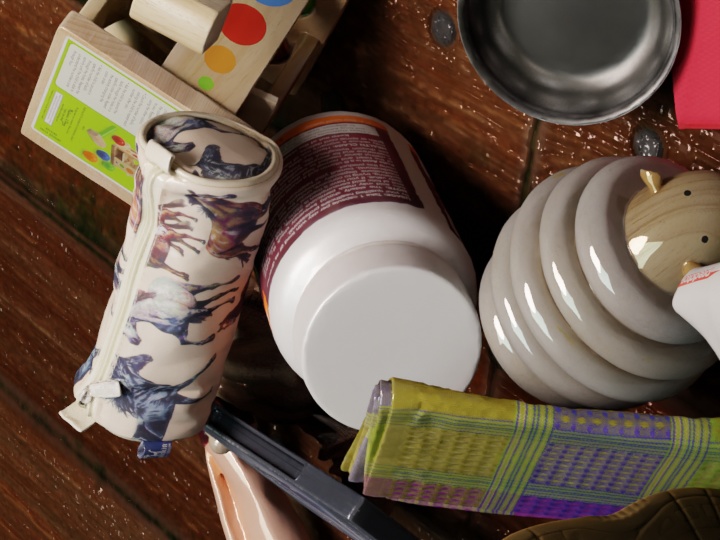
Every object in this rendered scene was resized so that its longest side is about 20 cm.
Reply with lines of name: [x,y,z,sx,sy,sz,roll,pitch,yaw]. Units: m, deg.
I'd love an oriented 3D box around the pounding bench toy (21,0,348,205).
pounding bench toy: [-0.084,-0.145,1.380,0.124,0.156,0.200,32,150,-1]

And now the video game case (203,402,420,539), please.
video game case: [-0.018,0.132,1.408,0.200,0.143,0.019,26,78,50]

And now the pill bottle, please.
pill bottle: [0.000,0.000,1.332,0.200,0.113,0.115,-111,24,-64]

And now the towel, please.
towel: [0.093,0.094,1.238,0.144,0.198,0.023,103,173,-65]

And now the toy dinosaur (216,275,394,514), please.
toy dinosaur: [-0.040,0.054,1.448,0.135,0.086,0.200,25,164,42]

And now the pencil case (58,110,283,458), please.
pencil case: [-0.102,0.005,1.323,0.078,0.089,0.201,36,129,23]

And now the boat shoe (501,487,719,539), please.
boat shoe: [0.134,0.154,1.210,0.065,0.199,0.074,-47,51,48]

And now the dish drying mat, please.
dish drying mat: [0.176,-0.169,1.195,0.077,0.018,0.202,6,106,52]

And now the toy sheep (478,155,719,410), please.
toy sheep: [0.127,0.008,1.222,0.200,0.137,0.139,-45,67,49]

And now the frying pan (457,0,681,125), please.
frying pan: [0.116,-0.159,1.205,0.114,0.031,0.191,22,120,5]

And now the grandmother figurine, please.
grandmother figurine: [-0.086,0.105,1.551,0.201,0.060,0.121,64,173,9]

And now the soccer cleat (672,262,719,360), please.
soccer cleat: [0.220,0.068,1.133,0.200,0.069,0.085,48,159,-22]
